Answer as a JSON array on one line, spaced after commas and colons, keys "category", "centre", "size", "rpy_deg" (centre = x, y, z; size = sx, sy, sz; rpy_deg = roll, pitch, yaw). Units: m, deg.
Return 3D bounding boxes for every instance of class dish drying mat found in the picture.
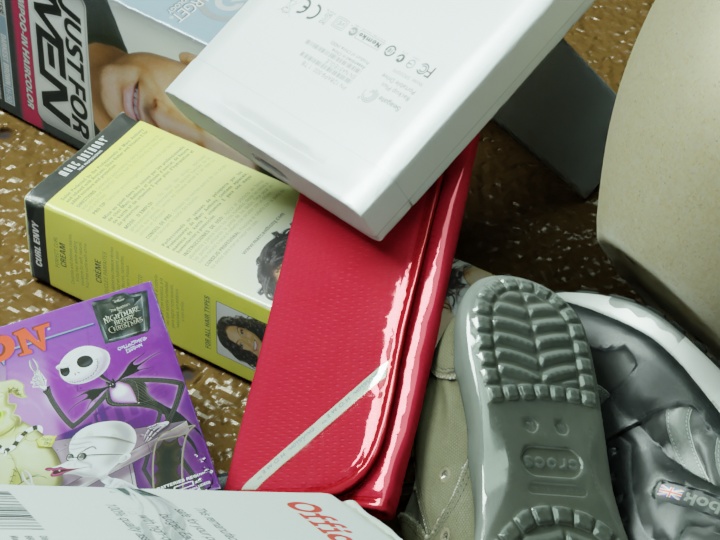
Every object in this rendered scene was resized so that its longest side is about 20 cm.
[{"category": "dish drying mat", "centre": [0.000, 0.000, 0.830], "size": [0.076, 0.018, 0.201], "rpy_deg": [-3, 61, 32]}]

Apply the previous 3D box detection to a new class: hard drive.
[{"category": "hard drive", "centre": [0.029, -0.116, 0.859], "size": [0.200, 0.027, 0.132], "rpy_deg": [-49, 47, -9]}]

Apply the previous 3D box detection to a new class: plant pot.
[{"category": "plant pot", "centre": [0.169, -0.028, 0.815], "size": [0.135, 0.200, 0.200], "rpy_deg": [-46, 54, -2]}]

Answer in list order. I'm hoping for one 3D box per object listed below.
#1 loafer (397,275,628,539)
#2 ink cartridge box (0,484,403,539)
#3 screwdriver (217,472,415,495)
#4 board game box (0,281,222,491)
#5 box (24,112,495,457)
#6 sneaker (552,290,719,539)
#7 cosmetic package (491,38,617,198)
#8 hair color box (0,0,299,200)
[{"category": "loafer", "centre": [0.056, 0.103, 0.782], "size": [0.075, 0.070, 0.201], "rpy_deg": [14, 57, -21]}, {"category": "ink cartridge box", "centre": [-0.072, 0.126, 0.666], "size": [0.198, 0.084, 0.146], "rpy_deg": [4, 11, -25]}, {"category": "screwdriver", "centre": [0.004, 0.090, 0.840], "size": [0.198, 0.029, 0.028], "rpy_deg": [-1, 40, -18]}, {"category": "board game box", "centre": [-0.159, 0.079, 0.809], "size": [0.198, 0.032, 0.120], "rpy_deg": [-18, 40, -8]}, {"category": "box", "centre": [-0.043, 0.003, 0.907], "size": [0.199, 0.050, 0.075], "rpy_deg": [23, 46, 22]}, {"category": "sneaker", "centre": [0.114, 0.085, 0.804], "size": [0.087, 0.076, 0.200], "rpy_deg": [-34, 56, -27]}, {"category": "cosmetic package", "centre": [0.026, -0.131, 0.990], "size": [0.052, 0.151, 0.200], "rpy_deg": [-48, 54, 3]}, {"category": "hair color box", "centre": [-0.085, -0.093, 0.974], "size": [0.199, 0.100, 0.061], "rpy_deg": [27, 48, 25]}]
